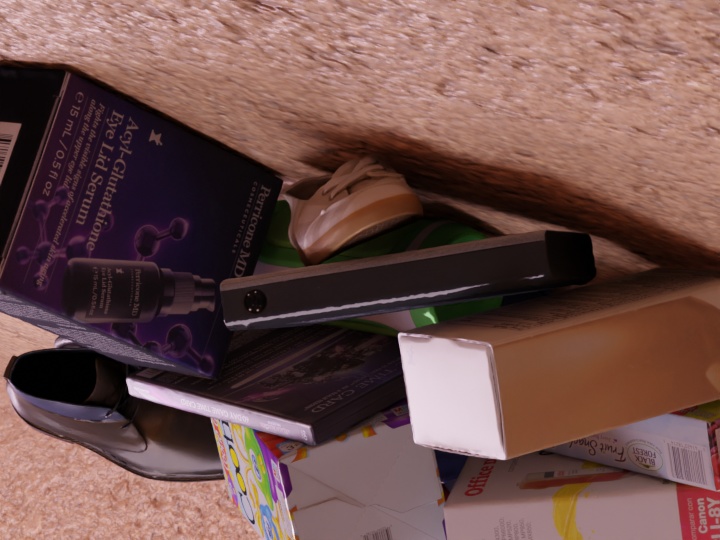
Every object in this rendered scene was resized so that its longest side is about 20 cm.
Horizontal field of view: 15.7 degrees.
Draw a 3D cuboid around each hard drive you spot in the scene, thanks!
[{"bbox_3d":[0.032,0.007,1.574,0.200,0.033,0.140,-8,177,16],"label":"hard drive"}]

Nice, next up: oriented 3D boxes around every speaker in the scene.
[{"bbox_3d":[0.000,0.000,1.745,0.200,0.089,0.088,8,167,45],"label":"speaker"}]

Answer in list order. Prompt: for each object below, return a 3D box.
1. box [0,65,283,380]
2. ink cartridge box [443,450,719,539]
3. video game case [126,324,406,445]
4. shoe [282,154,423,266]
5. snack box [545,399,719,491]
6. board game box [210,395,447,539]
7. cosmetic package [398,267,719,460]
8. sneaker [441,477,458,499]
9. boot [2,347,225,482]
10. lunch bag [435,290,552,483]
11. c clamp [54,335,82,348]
[{"bbox_3d":[-0.169,-0.030,1.699,0.200,0.148,0.104,24,169,-41],"label":"box"},{"bbox_3d":[0.164,0.159,1.693,0.200,0.084,0.145,-6,-167,14],"label":"ink cartridge box"},{"bbox_3d":[-0.042,0.065,1.742,0.143,0.019,0.200,-27,-155,-35],"label":"video game case"},{"bbox_3d":[-0.013,-0.038,1.589,0.070,0.053,0.200,-24,-179,-13],"label":"shoe"},{"bbox_3d":[0.207,0.081,1.686,0.142,0.053,0.200,-20,-162,-35],"label":"snack box"},{"bbox_3d":[-0.026,0.124,1.751,0.105,0.103,0.200,-17,-161,-14],"label":"board game box"},{"bbox_3d":[0.134,0.053,1.556,0.200,0.071,0.105,-13,-171,-29],"label":"cosmetic package"},{"bbox_3d":[0.032,0.203,1.891,0.112,0.071,0.200,-9,162,-17],"label":"sneaker"},{"bbox_3d":[-0.161,0.103,1.853,0.200,0.075,0.097,11,168,8],"label":"boot"},{"bbox_3d":[0.106,0.080,1.880,0.136,0.132,0.200,-10,159,29],"label":"lunch bag"},{"bbox_3d":[-0.145,0.081,1.942,0.200,0.027,0.171,20,169,-29],"label":"c clamp"}]
